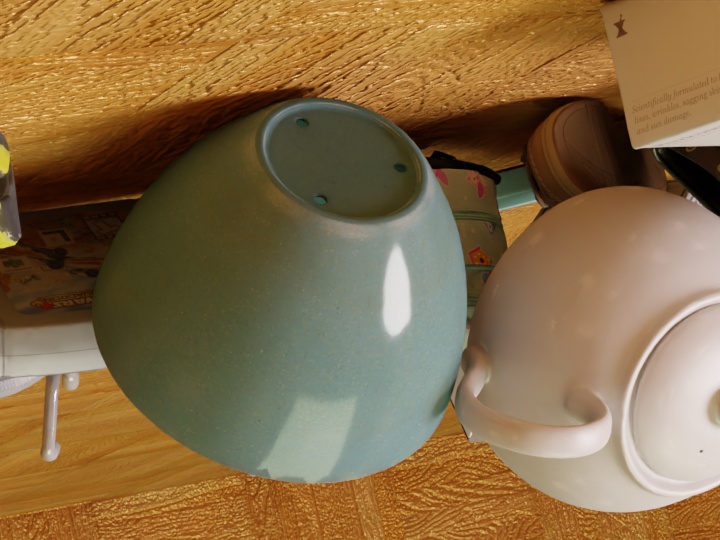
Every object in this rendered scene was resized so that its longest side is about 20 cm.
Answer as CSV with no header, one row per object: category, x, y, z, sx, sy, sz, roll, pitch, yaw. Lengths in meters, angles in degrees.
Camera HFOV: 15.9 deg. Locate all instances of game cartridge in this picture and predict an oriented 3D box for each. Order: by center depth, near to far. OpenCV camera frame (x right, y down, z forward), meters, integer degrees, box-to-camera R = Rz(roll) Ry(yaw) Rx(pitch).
game cartridge,-0.158,0.009,1.418,0.199,0.042,0.133,-9,-153,-24

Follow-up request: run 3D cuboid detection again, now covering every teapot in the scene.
teapot,0.162,0.055,1.416,0.200,0.197,0.146,-49,-142,-7

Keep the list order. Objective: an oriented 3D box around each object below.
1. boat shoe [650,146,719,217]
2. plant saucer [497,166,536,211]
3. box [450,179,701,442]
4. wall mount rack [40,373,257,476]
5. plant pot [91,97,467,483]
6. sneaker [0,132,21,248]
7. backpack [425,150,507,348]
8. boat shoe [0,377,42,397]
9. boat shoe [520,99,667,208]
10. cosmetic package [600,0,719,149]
boat shoe,0.240,-0.032,1.519,0.060,0.202,0.072,-32,136,-1
plant saucer,0.055,-0.043,1.741,0.199,0.019,0.070,-15,172,3
box,0.142,0.022,1.612,0.116,0.060,0.200,-9,-151,32
wall mount rack,-0.114,0.062,1.463,0.199,0.075,0.174,4,-165,-2
plant pot,-0.027,-0.010,1.334,0.200,0.200,0.135,-9,140,-30
sneaker,-0.217,-0.031,1.177,0.084,0.075,0.200,-14,172,8
backpack,0.000,0.000,1.543,0.200,0.127,0.167,-16,172,36
boat shoe,-0.298,0.052,1.696,0.199,0.072,0.062,-6,-165,-21
boat shoe,0.133,-0.059,1.566,0.064,0.072,0.200,-17,172,20
cosmetic package,0.231,-0.114,1.315,0.200,0.081,0.113,-7,171,-43
